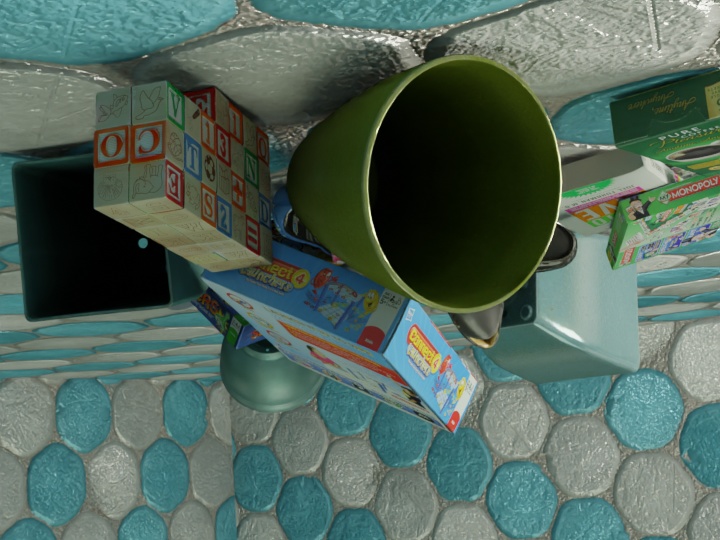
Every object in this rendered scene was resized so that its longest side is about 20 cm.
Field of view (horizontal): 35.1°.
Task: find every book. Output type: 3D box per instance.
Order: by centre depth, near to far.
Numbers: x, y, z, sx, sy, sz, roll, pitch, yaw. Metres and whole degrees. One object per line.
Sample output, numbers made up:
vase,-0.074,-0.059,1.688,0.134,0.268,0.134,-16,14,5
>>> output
book,0.275,-0.091,1.261,0.132,0.049,0.199,-16,166,27

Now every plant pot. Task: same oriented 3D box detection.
plant pot,0.026,-0.070,0.914,0.185,0.190,0.199,2,-176,-33
plant pot,-0.218,-0.030,1.094,0.139,0.143,0.200,-6,178,10
plant pot,0.266,0.046,1.650,0.199,0.198,0.195,16,160,-42
plant pot,-0.159,0.132,2.025,0.197,0.202,0.135,-4,144,-2

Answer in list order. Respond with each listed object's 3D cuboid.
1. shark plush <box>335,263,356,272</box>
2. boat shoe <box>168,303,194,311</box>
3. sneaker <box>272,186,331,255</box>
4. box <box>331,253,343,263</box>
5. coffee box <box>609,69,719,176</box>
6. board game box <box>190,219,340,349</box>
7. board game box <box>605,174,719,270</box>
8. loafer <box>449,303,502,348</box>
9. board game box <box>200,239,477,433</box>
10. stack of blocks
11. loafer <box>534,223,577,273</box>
shark plush,0.000,0.000,1.191,0.199,0.084,0.091,-26,151,-25
boat shoe,-0.164,0.005,1.478,0.200,0.075,0.086,-21,-178,-6
sneaker,-0.012,-0.052,1.254,0.082,0.072,0.199,-3,170,36
box,0.065,-0.069,1.102,0.197,0.101,0.096,-4,171,0
coffee box,0.323,-0.130,1.023,0.122,0.045,0.199,-13,168,40
board game box,-0.103,0.007,1.261,0.199,0.135,0.035,-19,142,-47
board game box,0.357,-0.058,1.314,0.133,0.029,0.200,-17,164,3
loafer,0.127,0.037,1.218,0.072,0.073,0.200,-27,167,6
board game box,-0.014,0.055,1.017,0.198,0.056,0.196,21,164,30
stack of blocks,-0.132,-0.080,0.886,0.058,0.117,0.200,-7,165,16
loafer,0.143,-0.045,1.260,0.197,0.074,0.072,10,167,9
